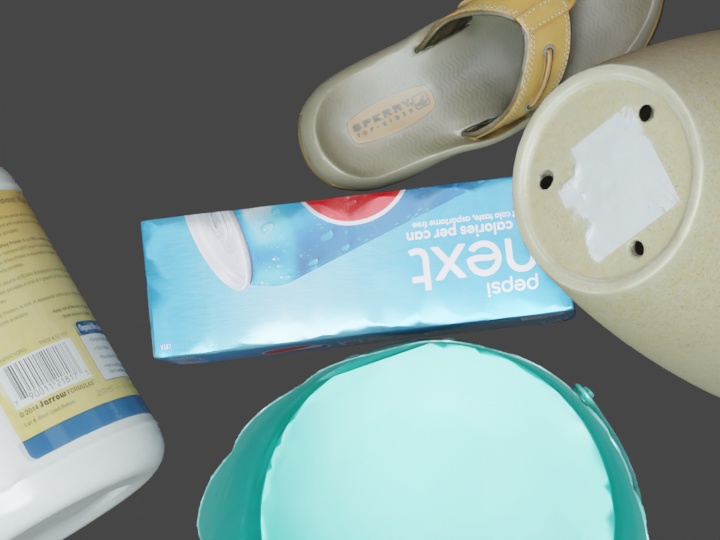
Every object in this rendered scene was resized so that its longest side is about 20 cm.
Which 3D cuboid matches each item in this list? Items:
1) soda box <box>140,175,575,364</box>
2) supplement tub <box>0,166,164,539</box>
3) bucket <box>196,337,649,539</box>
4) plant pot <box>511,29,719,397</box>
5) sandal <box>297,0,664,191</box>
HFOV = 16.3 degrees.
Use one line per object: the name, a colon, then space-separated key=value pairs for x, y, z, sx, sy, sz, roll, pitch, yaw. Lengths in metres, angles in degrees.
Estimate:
soda box: x=0.000 y=0.000 z=1.191 sx=0.199 sy=0.064 sz=0.068 roll=-7 pitch=84 yaw=5
supplement tub: x=-0.197 y=0.038 z=1.166 sx=0.144 sy=0.145 sz=0.201 roll=-31 pitch=83 yaw=2
bucket: x=0.032 y=0.124 z=1.129 sx=0.206 sy=0.135 sz=0.208 roll=0 pitch=94 yaw=6
plant pot: x=0.160 y=-0.028 z=1.073 sx=0.187 sy=0.200 sz=0.188 roll=-5 pitch=81 yaw=38
sandal: x=0.061 y=-0.102 z=1.196 sx=0.199 sy=0.054 sz=0.081 roll=-29 pitch=83 yaw=-2
